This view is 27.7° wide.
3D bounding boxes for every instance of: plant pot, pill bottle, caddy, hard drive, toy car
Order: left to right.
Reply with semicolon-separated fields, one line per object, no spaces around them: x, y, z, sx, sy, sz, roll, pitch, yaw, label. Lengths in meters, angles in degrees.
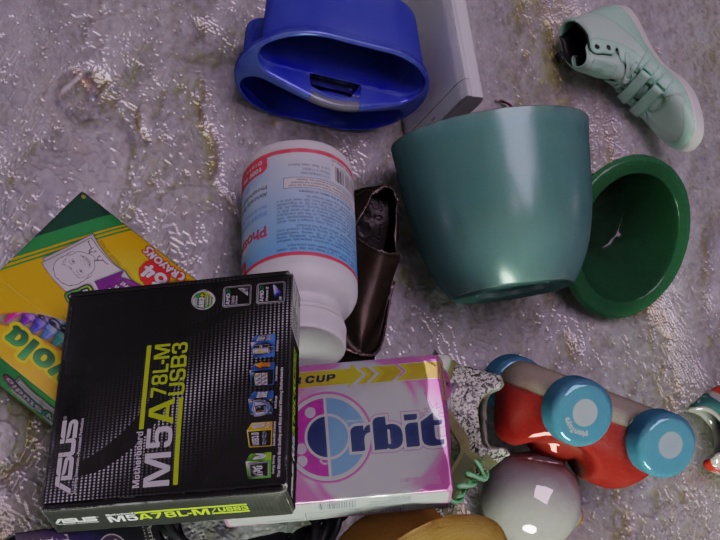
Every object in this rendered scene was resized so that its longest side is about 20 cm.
-0.057;-0.013;1.350;0.108;0.109;0.202;13;53;-21;pill bottle
-0.028;-0.204;1.450;0.198;0.141;0.106;10;58;-22;caddy
0.072;-0.238;1.520;0.026;0.132;0.202;3;66;-25;hard drive
0.139;-0.057;1.440;0.199;0.200;0.163;-4;80;-28;plant pot
0.187;0.201;1.385;0.175;0.184;0.202;21;89;-17;toy car

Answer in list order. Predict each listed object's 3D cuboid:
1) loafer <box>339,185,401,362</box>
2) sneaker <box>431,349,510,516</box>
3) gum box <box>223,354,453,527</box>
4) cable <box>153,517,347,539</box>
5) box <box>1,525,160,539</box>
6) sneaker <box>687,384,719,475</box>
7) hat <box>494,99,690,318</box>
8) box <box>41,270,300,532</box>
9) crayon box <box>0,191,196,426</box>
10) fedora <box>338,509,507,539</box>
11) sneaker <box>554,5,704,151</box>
0.000;0.000;1.411;0.072;0.071;0.202;14;62;-20;loafer
0.090;0.177;1.327;0.088;0.077;0.203;6;95;15;sneaker
-0.018;0.139;1.198;0.197;0.066;0.115;-5;69;-2;gum box
-0.095;0.193;1.249;0.163;0.051;0.200;42;58;-3;cable
-0.210;0.304;1.139;0.140;0.079;0.202;2;65;-50;box
0.410;0.213;1.534;0.092;0.070;0.202;-18;78;-14;sneaker
0.246;-0.068;1.601;0.164;0.176;0.202;1;104;-28;hat
-0.144;0.101;1.150;0.191;0.048;0.202;-4;55;6;box
-0.222;0.056;1.264;0.199;0.058;0.173;37;55;4;crayon box
0.030;0.262;1.256;0.199;0.202;0.082;-7;42;-29;fedora
0.299;-0.210;1.656;0.117;0.074;0.202;-15;65;-38;sneaker
